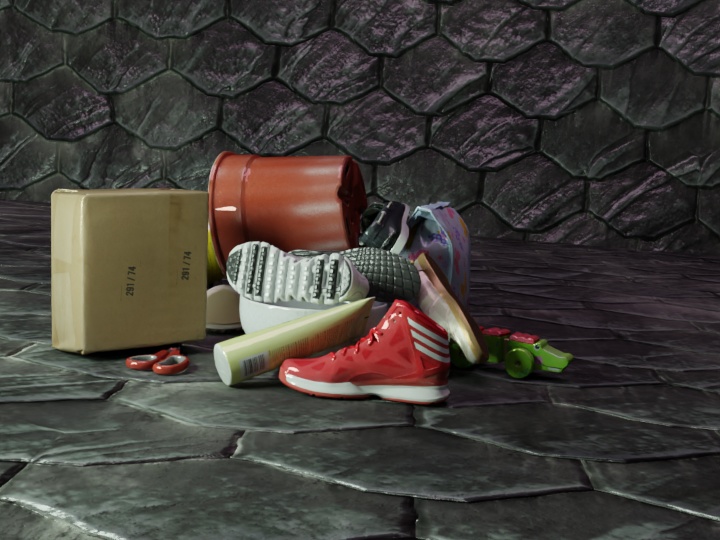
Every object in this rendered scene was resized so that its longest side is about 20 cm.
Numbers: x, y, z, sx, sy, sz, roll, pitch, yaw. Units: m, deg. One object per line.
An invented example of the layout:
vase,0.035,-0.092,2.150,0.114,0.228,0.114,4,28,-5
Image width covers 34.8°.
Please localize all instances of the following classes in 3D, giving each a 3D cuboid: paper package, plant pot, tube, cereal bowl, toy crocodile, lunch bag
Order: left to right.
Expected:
paper package,-0.294,-0.003,1.473,0.189,0.202,0.103,-4,7,-37
plant pot,-0.098,-0.084,1.692,0.193,0.203,0.201,-4,5,15
tube,-0.075,0.082,1.363,0.198,0.052,0.058,-17,9,-23
cereal bowl,-0.063,0.075,1.507,0.198,0.084,0.200,5,7,-1
lunch bag,0.101,-0.001,1.746,0.126,0.202,0.170,6,8,14
toy crocodile,0.184,0.102,1.528,0.198,0.062,0.067,8,8,27

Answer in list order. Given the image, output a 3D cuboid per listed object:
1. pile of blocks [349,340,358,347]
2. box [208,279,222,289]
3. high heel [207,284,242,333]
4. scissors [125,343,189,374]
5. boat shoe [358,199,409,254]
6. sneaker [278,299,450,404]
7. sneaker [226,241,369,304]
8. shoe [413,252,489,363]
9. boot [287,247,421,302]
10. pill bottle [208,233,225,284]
pile of blocks,0.053,0.102,1.446,0.081,0.063,0.199,8,9,31
box,-0.345,0.014,1.991,0.198,0.045,0.160,4,8,-1
high heel,-0.196,0.066,1.711,0.199,0.072,0.142,-18,-10,-29
scissors,-0.233,0.106,1.455,0.072,0.014,0.200,3,6,11
boat shoe,0.030,-0.070,1.657,0.060,0.076,0.200,34,10,-11
sneaker,0.007,0.086,1.324,0.198,0.117,0.078,4,7,-1
sneaker,-0.081,0.011,1.449,0.198,0.076,0.081,10,-4,29
shoe,0.110,0.058,1.508,0.070,0.053,0.201,45,12,-43
boot,0.000,0.000,1.564,0.198,0.071,0.132,11,3,17
pill bottle,-0.291,-0.018,1.852,0.199,0.113,0.112,-25,23,-32
